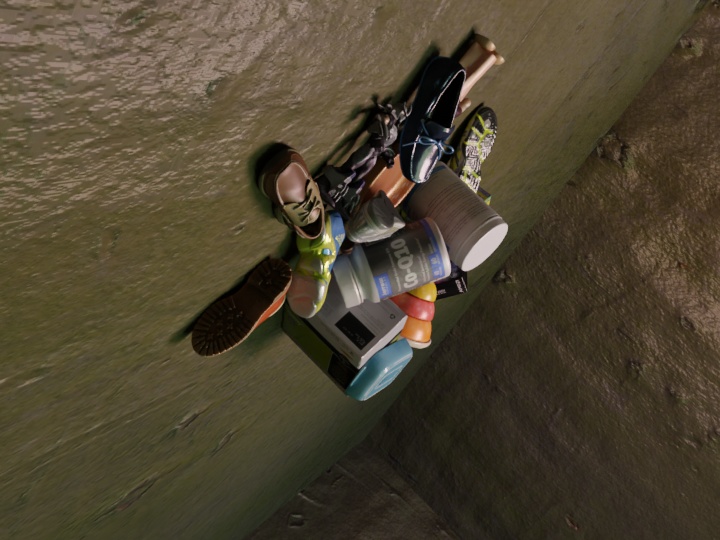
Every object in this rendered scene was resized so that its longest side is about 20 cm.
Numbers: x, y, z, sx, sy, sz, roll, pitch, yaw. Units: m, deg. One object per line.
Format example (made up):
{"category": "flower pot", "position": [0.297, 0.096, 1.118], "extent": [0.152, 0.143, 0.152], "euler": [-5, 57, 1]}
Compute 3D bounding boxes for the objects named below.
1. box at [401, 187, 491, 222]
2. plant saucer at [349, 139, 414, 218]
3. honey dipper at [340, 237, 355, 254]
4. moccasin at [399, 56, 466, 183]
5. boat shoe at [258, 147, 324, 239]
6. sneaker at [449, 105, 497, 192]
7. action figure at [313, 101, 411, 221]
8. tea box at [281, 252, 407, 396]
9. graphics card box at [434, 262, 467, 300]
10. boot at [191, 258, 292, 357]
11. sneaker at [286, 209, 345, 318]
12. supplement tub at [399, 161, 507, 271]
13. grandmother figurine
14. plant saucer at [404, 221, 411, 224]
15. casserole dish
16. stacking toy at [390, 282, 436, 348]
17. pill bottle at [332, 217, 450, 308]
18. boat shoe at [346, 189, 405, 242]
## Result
{"category": "box", "position": [0.177, -0.130, 1.576], "extent": [0.200, 0.117, 0.049], "euler": [-40, 156, -24]}
{"category": "plant saucer", "position": [0.048, -0.162, 1.297], "extent": [0.200, 0.037, 0.201], "euler": [-43, 163, -16]}
{"category": "honey dipper", "position": [0.000, 0.000, 1.447], "extent": [0.038, 0.038, 0.201], "euler": [-43, 145, -13]}
{"category": "moccasin", "position": [0.112, -0.231, 1.136], "extent": [0.080, 0.068, 0.202], "euler": [-6, 117, -36]}
{"category": "boat shoe", "position": [-0.084, -0.102, 1.012], "extent": [0.076, 0.074, 0.200], "euler": [-45, 165, -8]}
{"category": "sneaker", "position": [0.224, -0.251, 1.520], "extent": [0.075, 0.077, 0.202], "euler": [5, 117, -28]}
{"category": "action figure", "position": [0.014, -0.179, 1.111], "extent": [0.201, 0.069, 0.130], "euler": [-51, 160, 1]}
{"category": "tea box", "position": [-0.038, 0.104, 1.411], "extent": [0.133, 0.200, 0.197], "euler": [-39, 164, -28]}
{"category": "graphics card box", "position": [0.162, 0.027, 1.775], "extent": [0.198, 0.051, 0.126], "euler": [-14, -152, 17]}
{"category": "boot", "position": [-0.190, 0.076, 1.180], "extent": [0.200, 0.075, 0.107], "euler": [-42, 169, -23]}
{"category": "sneaker", "position": [-0.065, -0.015, 1.234], "extent": [0.105, 0.075, 0.202], "euler": [-38, 150, -50]}
{"category": "supplement tub", "position": [0.183, -0.112, 1.458], "extent": [0.131, 0.200, 0.132], "euler": [-34, 156, -18]}
{"category": "grandmother figurine", "position": [0.150, -0.293, 1.200], "extent": [0.121, 0.061, 0.201], "euler": [32, 98, -42]}
{"category": "plant saucer", "position": [0.070, -0.047, 1.436], "extent": [0.201, 0.198, 0.035], "euler": [96, 1, -65]}
{"category": "casserole dish", "position": [0.043, 0.195, 1.407], "extent": [0.122, 0.039, 0.200], "euler": [-54, 163, 20]}
{"category": "stacking toy", "position": [0.124, 0.058, 1.608], "extent": [0.202, 0.145, 0.146], "euler": [-66, 160, 13]}
{"category": "pill bottle", "position": [0.051, -0.011, 1.295], "extent": [0.198, 0.115, 0.114], "euler": [-20, 162, -3]}
{"category": "boat shoe", "position": [0.026, -0.085, 1.211], "extent": [0.064, 0.075, 0.202], "euler": [-34, -177, 16]}
